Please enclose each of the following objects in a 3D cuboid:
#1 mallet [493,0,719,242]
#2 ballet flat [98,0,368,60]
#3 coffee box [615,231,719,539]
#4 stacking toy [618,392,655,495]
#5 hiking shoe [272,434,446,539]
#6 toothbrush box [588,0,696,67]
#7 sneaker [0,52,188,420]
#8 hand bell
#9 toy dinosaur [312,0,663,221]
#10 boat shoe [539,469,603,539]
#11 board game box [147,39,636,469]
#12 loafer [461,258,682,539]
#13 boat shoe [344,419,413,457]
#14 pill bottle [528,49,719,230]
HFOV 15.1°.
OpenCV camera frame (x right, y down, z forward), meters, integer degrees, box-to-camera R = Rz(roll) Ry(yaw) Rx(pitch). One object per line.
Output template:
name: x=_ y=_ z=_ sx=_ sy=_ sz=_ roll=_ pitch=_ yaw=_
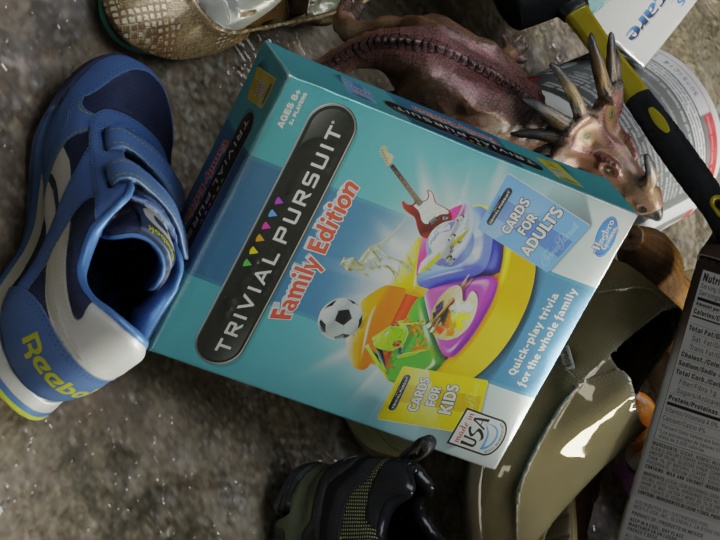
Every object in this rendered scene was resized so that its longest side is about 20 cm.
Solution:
mallet: x=0.151 y=-0.103 z=1.445 sx=0.066 sy=0.041 sz=0.200 roll=-35 pitch=71 yaw=-16
ballet flat: x=-0.054 y=-0.154 z=1.406 sx=0.200 sy=0.065 sz=0.071 roll=-23 pitch=94 yaw=-54
coffee box: x=0.198 y=0.084 z=1.454 sx=0.113 sy=0.080 sz=0.201 roll=-35 pitch=141 yaw=-71
stacking toy: x=0.196 y=0.120 z=1.595 sx=0.200 sy=0.110 sz=0.116 roll=43 pitch=54 yaw=-16
hiking shoe: x=0.024 y=0.184 z=1.327 sx=0.076 sy=0.100 sz=0.201 roll=-16 pitch=88 yaw=-53
toothbrush box: x=0.094 y=-0.222 z=1.547 sx=0.200 sy=0.085 sz=0.146 roll=35 pitch=5 yaw=-37
sneaker: x=-0.113 y=-0.022 z=1.257 sx=0.074 sy=0.082 sz=0.200 roll=40 pitch=44 yaw=-34
hand bell: x=0.184 y=0.015 z=1.560 sx=0.200 sy=0.104 sz=0.104 roll=39 pitch=44 yaw=-61
toy dinosaur: x=0.058 y=-0.092 z=1.370 sx=0.199 sy=0.135 sz=0.086 roll=15 pitch=89 yaw=-27
boat shoe: x=0.100 y=0.101 z=1.499 sx=0.068 sy=0.072 sz=0.201 roll=65 pitch=30 yaw=-55
board game box: x=0.012 y=-0.003 z=1.312 sx=0.200 sy=0.151 sz=0.047 roll=20 pitch=17 yaw=-26
loafer: x=0.111 y=0.075 z=1.424 sx=0.200 sy=0.067 sz=0.076 roll=-65 pitch=153 yaw=-25
boat shoe: x=0.000 y=0.000 z=1.409 sx=0.073 sy=0.063 sz=0.200 roll=-40 pitch=106 yaw=-51
pill bottle: x=0.114 y=-0.057 z=1.540 sx=0.200 sy=0.114 sz=0.114 roll=-25 pitch=95 yaw=-54
